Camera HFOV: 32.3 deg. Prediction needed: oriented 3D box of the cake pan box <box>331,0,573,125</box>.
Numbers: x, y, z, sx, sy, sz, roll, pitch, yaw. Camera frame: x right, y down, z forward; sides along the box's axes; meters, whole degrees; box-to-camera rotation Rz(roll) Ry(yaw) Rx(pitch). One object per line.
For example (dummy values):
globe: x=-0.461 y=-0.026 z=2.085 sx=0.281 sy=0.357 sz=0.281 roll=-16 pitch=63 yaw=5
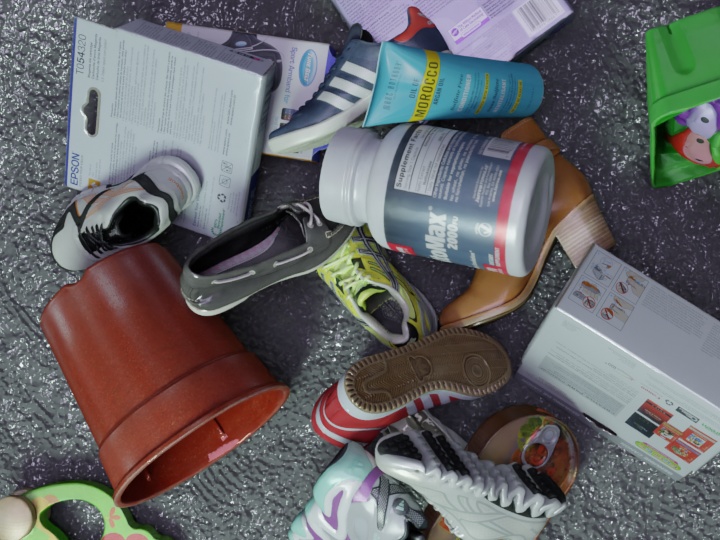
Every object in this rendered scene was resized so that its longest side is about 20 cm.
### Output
cake pan box: x=0.087 y=-0.271 z=1.233 sx=0.199 sy=0.052 sz=0.185 roll=-37 pitch=86 yaw=8

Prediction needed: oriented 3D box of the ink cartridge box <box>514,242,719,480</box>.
ink cartridge box: x=0.261 y=0.092 z=1.171 sx=0.199 sy=0.176 sz=0.084 roll=33 pitch=64 yaw=8

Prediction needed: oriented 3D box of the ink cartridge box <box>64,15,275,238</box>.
ink cartridge box: x=-0.193 y=-0.143 z=1.238 sx=0.198 sy=0.043 sz=0.198 roll=20 pitch=125 yaw=9

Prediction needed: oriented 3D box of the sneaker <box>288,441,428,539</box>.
sneaker: x=0.010 y=0.255 z=1.180 sx=0.140 sy=0.200 sz=0.078 roll=38 pitch=63 yaw=9

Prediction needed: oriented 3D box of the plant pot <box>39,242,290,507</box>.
plant pot: x=-0.204 y=0.094 z=1.220 sx=0.200 sy=0.201 sz=0.196 roll=-37 pitch=76 yaw=8

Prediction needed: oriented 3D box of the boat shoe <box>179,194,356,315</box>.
boat shoe: x=-0.082 y=-0.026 z=1.182 sx=0.199 sy=0.057 sz=0.067 roll=-31 pitch=60 yaw=-21

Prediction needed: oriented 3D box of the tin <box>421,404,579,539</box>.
tin: x=0.131 y=0.222 z=1.207 sx=0.112 sy=0.042 sz=0.201 roll=31 pitch=95 yaw=-29

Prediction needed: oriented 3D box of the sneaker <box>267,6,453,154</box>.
sneaker: x=-0.010 y=-0.185 z=1.198 sx=0.199 sy=0.075 sz=0.085 roll=-27 pitch=89 yaw=9

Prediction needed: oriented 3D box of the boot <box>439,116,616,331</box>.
boot: x=0.131 y=-0.042 z=1.212 sx=0.199 sy=0.077 sz=0.156 roll=-34 pitch=83 yaw=10

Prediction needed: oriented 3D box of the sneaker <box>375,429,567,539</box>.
sneaker: x=0.094 y=0.206 z=1.134 sx=0.199 sy=0.075 sz=0.081 roll=23 pitch=107 yaw=-24

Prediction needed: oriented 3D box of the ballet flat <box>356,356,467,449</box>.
ballet flat: x=0.057 y=0.169 z=1.230 sx=0.069 sy=0.069 sz=0.200 roll=-41 pitch=84 yaw=7

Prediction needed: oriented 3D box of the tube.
tube: x=0.085 y=-0.169 z=1.143 sx=0.050 sy=0.199 sz=0.078 roll=30 pitch=116 yaw=45

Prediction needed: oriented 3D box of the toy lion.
toy lion: x=-0.271 y=0.315 z=1.292 sx=0.190 sy=0.069 sz=0.202 roll=-12 pitch=88 yaw=2

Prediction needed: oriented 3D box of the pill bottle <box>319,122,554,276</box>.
pill bottle: x=0.069 y=-0.071 z=1.143 sx=0.198 sy=0.119 sz=0.121 roll=12 pitch=92 yaw=19

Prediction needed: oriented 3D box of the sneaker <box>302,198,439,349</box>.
sneaker: x=0.000 y=0.000 z=1.234 sx=0.200 sy=0.076 sz=0.076 roll=43 pitch=98 yaw=9

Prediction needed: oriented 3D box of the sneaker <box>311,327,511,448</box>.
sneaker: x=0.044 y=0.115 z=1.183 sx=0.112 sy=0.199 sz=0.072 roll=-45 pitch=60 yaw=49

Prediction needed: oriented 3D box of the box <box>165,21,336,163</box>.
box: x=-0.109 y=-0.180 z=1.272 sx=0.198 sy=0.041 sz=0.120 roll=10 pitch=92 yaw=8

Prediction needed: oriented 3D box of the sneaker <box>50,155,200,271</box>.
sneaker: x=-0.251 y=-0.048 z=1.247 sx=0.199 sy=0.080 sz=0.074 roll=-29 pitch=110 yaw=34

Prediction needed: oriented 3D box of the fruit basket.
fruit basket: x=0.339 y=-0.114 z=1.113 sx=0.154 sy=0.216 sz=0.218 roll=-17 pitch=87 yaw=9
